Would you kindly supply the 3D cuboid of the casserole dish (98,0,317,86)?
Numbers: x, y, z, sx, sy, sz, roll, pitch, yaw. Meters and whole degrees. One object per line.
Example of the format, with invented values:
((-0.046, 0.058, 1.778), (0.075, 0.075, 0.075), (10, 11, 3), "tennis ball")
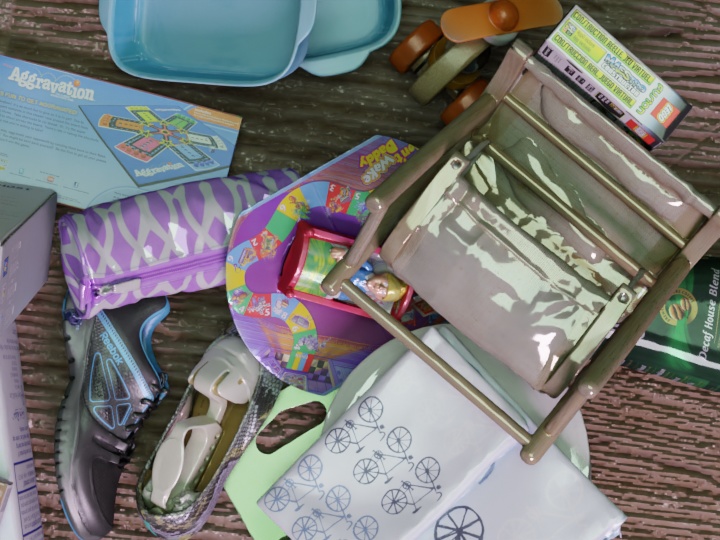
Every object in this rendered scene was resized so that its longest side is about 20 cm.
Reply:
((-0.110, -0.202, 1.321), (0.198, 0.039, 0.123), (7, 93, 30), "casserole dish")

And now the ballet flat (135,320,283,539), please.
((-0.112, 0.111, 1.316), (0.072, 0.072, 0.202), (26, 84, 0), "ballet flat")

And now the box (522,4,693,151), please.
((0.172, -0.127, 1.281), (0.110, 0.200, 0.035), (41, 85, 0), "box")

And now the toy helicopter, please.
((0.114, -0.199, 1.317), (0.200, 0.132, 0.079), (-42, 88, -4), "toy helicopter")

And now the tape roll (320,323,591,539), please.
((0.070, 0.144, 1.273), (0.200, 0.071, 0.205), (-2, 77, 8), "tape roll")

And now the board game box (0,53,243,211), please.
((-0.200, -0.095, 1.357), (0.198, 0.019, 0.104), (15, 89, -1), "board game box")

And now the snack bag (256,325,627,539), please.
((0.056, 0.170, 1.221), (0.188, 0.021, 0.200), (-43, 74, -4), "snack bag")

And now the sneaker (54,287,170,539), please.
((-0.188, 0.106, 1.320), (0.081, 0.073, 0.202), (2, 87, -1), "sneaker")

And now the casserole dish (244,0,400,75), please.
((-0.037, -0.249, 1.354), (0.120, 0.039, 0.202), (-11, 86, 1), "casserole dish")

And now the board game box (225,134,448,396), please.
((0.000, 0.000, 1.277), (0.199, 0.039, 0.159), (-30, 110, -9), "board game box")

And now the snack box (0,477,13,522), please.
((-0.353, 0.154, 1.234), (0.198, 0.024, 0.073), (19, 88, 0), "snack box")

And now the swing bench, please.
((0.117, -0.015, 1.208), (0.199, 0.130, 0.200), (40, 58, 6), "swing bench")

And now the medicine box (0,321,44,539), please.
((-0.342, 0.145, 1.299), (0.180, 0.103, 0.202), (-8, 87, -2), "medicine box")

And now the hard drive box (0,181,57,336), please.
((-0.315, -0.015, 1.254), (0.154, 0.200, 0.078), (8, 103, 0), "hard drive box")

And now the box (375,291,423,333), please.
((0.067, -0.046, 1.348), (0.200, 0.049, 0.082), (-42, 89, -4), "box")

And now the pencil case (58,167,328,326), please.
((-0.130, -0.021, 1.298), (0.198, 0.085, 0.085), (-16, 116, -18), "pencil case")

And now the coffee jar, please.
((0.206, 0.029, 1.331), (0.198, 0.085, 0.105), (10, 87, -1), "coffee jar")

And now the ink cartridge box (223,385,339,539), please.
((-0.017, 0.184, 1.335), (0.145, 0.048, 0.201), (-31, 91, -3), "ink cartridge box")
